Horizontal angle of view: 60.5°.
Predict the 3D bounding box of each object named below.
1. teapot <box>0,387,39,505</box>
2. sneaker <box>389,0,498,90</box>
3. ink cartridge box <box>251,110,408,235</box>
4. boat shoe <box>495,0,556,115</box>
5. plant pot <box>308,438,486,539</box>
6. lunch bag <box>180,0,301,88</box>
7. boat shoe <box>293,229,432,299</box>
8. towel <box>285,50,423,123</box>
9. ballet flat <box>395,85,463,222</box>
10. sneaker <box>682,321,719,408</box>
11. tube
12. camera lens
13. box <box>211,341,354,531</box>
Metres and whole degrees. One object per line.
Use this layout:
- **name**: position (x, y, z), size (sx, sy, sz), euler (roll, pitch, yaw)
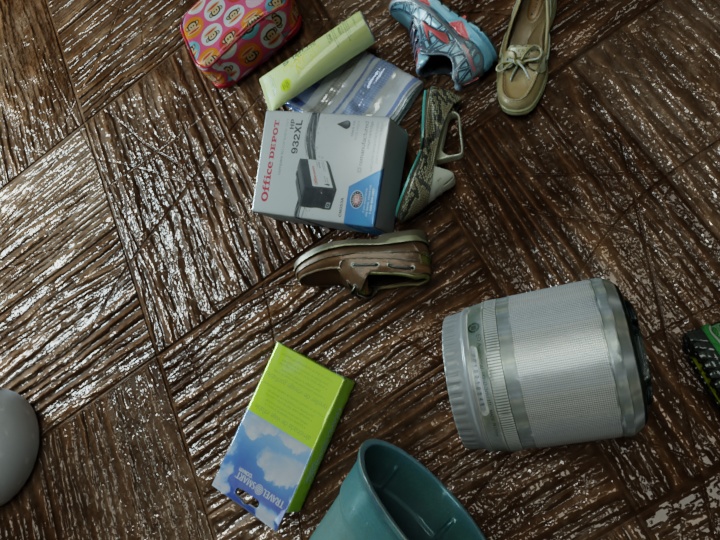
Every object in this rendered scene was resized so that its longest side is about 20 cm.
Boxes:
- **teapot**: position (-0.607, 0.273, 0.940), size (0.197, 0.146, 0.201), euler (-43, 64, 3)
- **sneaker**: position (0.100, -0.335, 0.896), size (0.096, 0.079, 0.199), euler (-48, 63, 2)
- **ink cartridge box**: position (-0.044, -0.139, 0.871), size (0.194, 0.083, 0.150), euler (9, 90, 24)
- **boat shoe**: position (0.225, -0.314, 0.847), size (0.071, 0.063, 0.207), euler (6, 76, 22)
- **plant pot**: position (0.015, 0.328, 0.658), size (0.200, 0.199, 0.198), euler (44, 98, 27)
- **lunch bag**: position (-0.210, -0.429, 1.047), size (0.197, 0.082, 0.179), euler (-33, 63, 9)
- **boat shoe**: position (0.000, 0.000, 0.829), size (0.194, 0.072, 0.070), euler (-13, 67, 17)
- **towel**: position (-0.013, -0.270, 0.951), size (0.198, 0.024, 0.148), euler (37, 88, 27)
- **ballet flat**: position (0.104, -0.158, 0.849), size (0.073, 0.068, 0.206), euler (12, 75, 8)
- **sneaker**: position (0.412, 0.138, 0.617), size (0.083, 0.078, 0.205), euler (-24, 65, 11)
- **tube**: position (-0.070, -0.323, 0.956), size (0.196, 0.058, 0.053), euler (-29, 108, 14)
- **camera lens**: position (0.199, 0.104, 0.666), size (0.194, 0.160, 0.165), euler (-12, 68, 17)
- **box**: position (-0.101, 0.214, 0.812), size (0.119, 0.048, 0.205), euler (21, 82, 27)
